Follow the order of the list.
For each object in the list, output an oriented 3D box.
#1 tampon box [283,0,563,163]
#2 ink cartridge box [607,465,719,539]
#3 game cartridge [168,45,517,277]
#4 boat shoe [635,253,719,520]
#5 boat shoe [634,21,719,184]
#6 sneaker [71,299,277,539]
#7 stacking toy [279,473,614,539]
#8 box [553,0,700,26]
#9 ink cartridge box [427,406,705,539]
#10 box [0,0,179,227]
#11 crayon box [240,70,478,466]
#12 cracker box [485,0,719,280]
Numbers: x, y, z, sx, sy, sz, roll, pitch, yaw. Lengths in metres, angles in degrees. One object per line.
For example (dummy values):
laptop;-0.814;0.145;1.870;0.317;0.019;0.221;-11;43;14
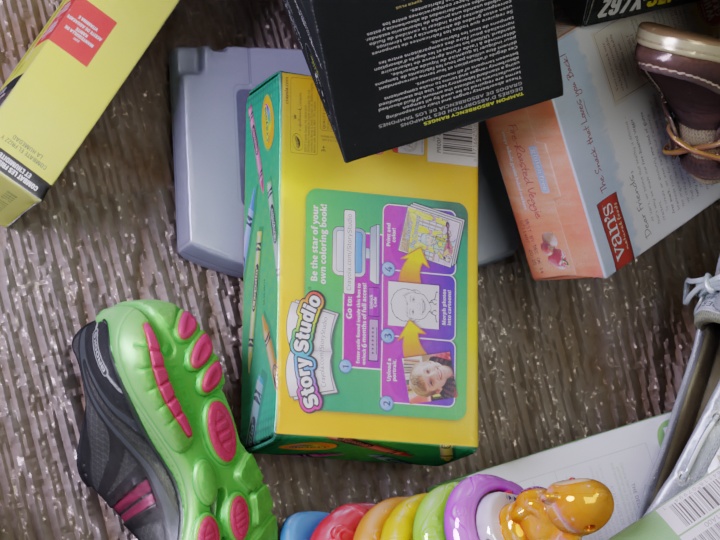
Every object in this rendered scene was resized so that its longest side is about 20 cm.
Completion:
tampon box;0.018;-0.185;1.489;0.126;0.200;0.150;-17;54;-4
ink cartridge box;0.159;0.196;1.558;0.145;0.200;0.048;-32;57;-14
game cartridge;-0.009;-0.056;1.637;0.199;0.041;0.134;1;75;-22
boat shoe;0.201;0.052;1.615;0.064;0.074;0.203;14;85;-16
boat shoe;0.203;-0.081;1.606;0.200;0.072;0.072;24;85;-59
sneaker;-0.102;0.110;1.550;0.077;0.084;0.201;-22;105;-42
stacking toy;0.056;0.149;1.521;0.116;0.200;0.110;19;53;-36
box;0.138;-0.223;1.655;0.159;0.050;0.200;-15;47;-28
ink cartridge box;0.148;0.142;1.647;0.199;0.059;0.104;-15;85;-24
box;-0.147;-0.120;1.573;0.050;0.075;0.200;37;69;-11
crayon box;0.000;0.000;1.579;0.118;0.058;0.201;5;78;-21
cracker box;0.155;-0.094;1.650;0.200;0.058;0.135;-32;112;-43
